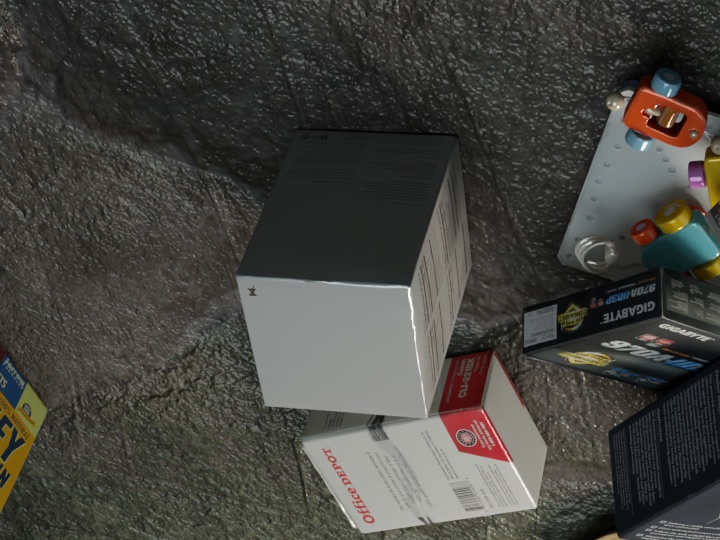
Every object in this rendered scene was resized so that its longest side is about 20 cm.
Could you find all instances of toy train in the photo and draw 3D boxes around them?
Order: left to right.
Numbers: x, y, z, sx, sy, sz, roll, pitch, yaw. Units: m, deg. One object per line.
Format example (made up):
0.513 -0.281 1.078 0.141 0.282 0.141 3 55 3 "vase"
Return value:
0.255 -0.076 1.484 0.149 0.056 0.201 18 130 2 "toy train"

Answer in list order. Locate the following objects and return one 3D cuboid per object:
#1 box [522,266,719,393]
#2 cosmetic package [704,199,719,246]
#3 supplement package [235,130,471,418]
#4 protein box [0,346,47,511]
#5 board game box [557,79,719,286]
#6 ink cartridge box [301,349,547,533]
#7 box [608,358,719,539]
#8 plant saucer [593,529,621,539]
0.261 0.056 1.556 0.199 0.046 0.158 17 156 -39 "box"
0.380 -0.010 1.442 0.199 0.107 0.090 18 126 -39 "cosmetic package"
0.000 0.000 1.562 0.150 0.201 0.152 3 132 15 "supplement package"
-0.465 0.183 1.871 0.198 0.199 0.135 -13 126 26 "protein box"
0.289 -0.056 1.543 0.198 0.026 0.201 17 133 2 "board game box"
0.063 0.171 1.775 0.198 0.084 0.145 -12 127 25 "ink cartridge box"
0.334 0.168 1.612 0.147 0.108 0.200 9 153 -22 "box"
0.310 0.323 1.867 0.198 0.036 0.201 8 132 10 "plant saucer"
